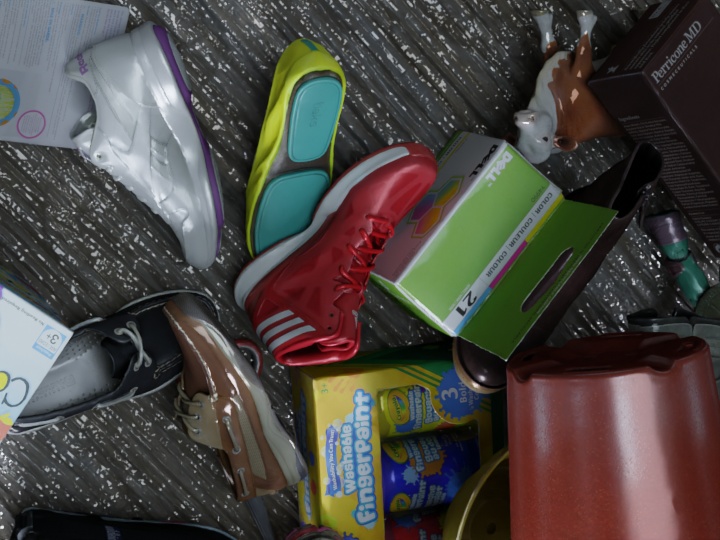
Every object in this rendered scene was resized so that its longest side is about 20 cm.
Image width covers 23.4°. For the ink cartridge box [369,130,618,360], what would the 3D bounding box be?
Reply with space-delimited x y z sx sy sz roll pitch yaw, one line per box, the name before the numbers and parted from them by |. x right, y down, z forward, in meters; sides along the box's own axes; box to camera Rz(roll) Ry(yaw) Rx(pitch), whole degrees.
ink cartridge box | 0.095 -0.025 1.364 0.076 0.200 0.148 40 85 -20

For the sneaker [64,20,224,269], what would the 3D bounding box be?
sneaker | -0.164 -0.089 1.336 0.099 0.075 0.201 -17 114 -1

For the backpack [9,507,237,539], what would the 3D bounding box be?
backpack | -0.170 0.274 1.337 0.199 0.178 0.151 3 118 -18

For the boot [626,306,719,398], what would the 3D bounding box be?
boot | 0.289 0.102 1.417 0.199 0.068 0.132 13 85 -38

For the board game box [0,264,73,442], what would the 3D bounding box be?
board game box | -0.289 0.042 1.245 0.105 0.200 0.103 35 87 -21

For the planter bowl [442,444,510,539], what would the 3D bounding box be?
planter bowl | 0.127 0.215 1.397 0.199 0.083 0.202 -5 99 -35

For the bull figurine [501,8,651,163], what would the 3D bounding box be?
bull figurine | 0.192 -0.154 1.435 0.199 0.065 0.122 -8 102 -38

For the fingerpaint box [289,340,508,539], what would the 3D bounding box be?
fingerpaint box | 0.033 0.169 1.441 0.166 0.073 0.201 -6 100 -18

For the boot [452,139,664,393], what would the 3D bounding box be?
boot | 0.155 -0.006 1.379 0.072 0.166 0.200 37 54 0

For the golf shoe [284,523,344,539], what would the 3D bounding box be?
golf shoe | 0.012 0.289 1.371 0.073 0.092 0.200 -44 114 -6

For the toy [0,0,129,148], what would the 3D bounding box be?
toy | -0.280 -0.159 1.289 0.199 0.047 0.116 3 113 -38

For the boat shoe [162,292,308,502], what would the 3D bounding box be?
boat shoe | -0.109 0.107 1.356 0.072 0.076 0.201 -31 121 -8

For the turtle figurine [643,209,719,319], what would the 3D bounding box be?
turtle figurine | 0.309 0.042 1.506 0.149 0.101 0.201 -12 94 -22

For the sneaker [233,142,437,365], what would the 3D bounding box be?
sneaker | 0.000 0.000 1.356 0.200 0.116 0.078 -43 142 16

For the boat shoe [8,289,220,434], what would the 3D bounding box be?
boat shoe | -0.198 0.069 1.349 0.199 0.060 0.074 -21 88 -14

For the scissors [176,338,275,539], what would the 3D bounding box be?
scissors | -0.108 0.149 1.425 0.073 0.014 0.201 -9 102 -20

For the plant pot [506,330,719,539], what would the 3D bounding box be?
plant pot | 0.189 0.154 1.268 0.200 0.201 0.197 -9 97 -17

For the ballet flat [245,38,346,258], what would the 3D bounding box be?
ballet flat | -0.055 -0.095 1.366 0.066 0.067 0.201 -7 135 -25

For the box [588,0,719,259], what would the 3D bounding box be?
box | 0.285 -0.115 1.413 0.200 0.075 0.100 49 66 -20
